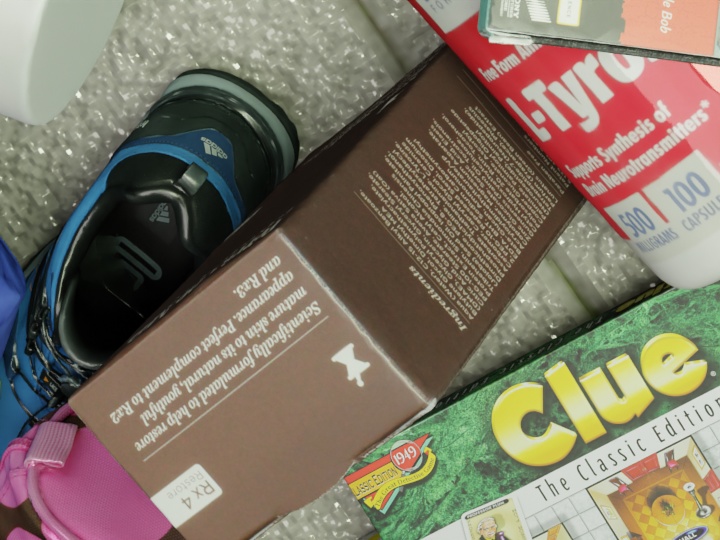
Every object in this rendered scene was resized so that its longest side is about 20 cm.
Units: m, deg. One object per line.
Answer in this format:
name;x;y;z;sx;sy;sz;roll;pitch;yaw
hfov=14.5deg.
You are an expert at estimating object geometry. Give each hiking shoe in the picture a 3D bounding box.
hiking shoe;-0.097;0.018;1.007;0.074;0.087;0.200;31;121;4

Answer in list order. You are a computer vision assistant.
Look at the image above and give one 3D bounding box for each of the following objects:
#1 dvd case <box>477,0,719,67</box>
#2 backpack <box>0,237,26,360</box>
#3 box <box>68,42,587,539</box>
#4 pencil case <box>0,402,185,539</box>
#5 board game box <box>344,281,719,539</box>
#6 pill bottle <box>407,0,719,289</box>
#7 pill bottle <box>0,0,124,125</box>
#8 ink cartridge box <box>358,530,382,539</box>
dvd case;0.139;-0.126;0.813;0.199;0.022;0.147;6;91;-6
backpack;-0.228;-0.005;1.004;0.200;0.168;0.163;50;126;32
box;0.000;0.000;0.896;0.100;0.200;0.075;-38;97;31
pencil case;-0.113;0.116;1.018;0.094;0.091;0.200;35;138;-3
board game box;0.100;0.063;0.958;0.200;0.023;0.105;-30;95;23
pill bottle;0.073;-0.101;0.872;0.200;0.112;0.112;47;121;-6
pill bottle;-0.179;-0.129;0.951;0.199;0.114;0.114;23;120;9
ink cartridge box;0.038;0.192;1.067;0.200;0.047;0.198;-31;99;28
